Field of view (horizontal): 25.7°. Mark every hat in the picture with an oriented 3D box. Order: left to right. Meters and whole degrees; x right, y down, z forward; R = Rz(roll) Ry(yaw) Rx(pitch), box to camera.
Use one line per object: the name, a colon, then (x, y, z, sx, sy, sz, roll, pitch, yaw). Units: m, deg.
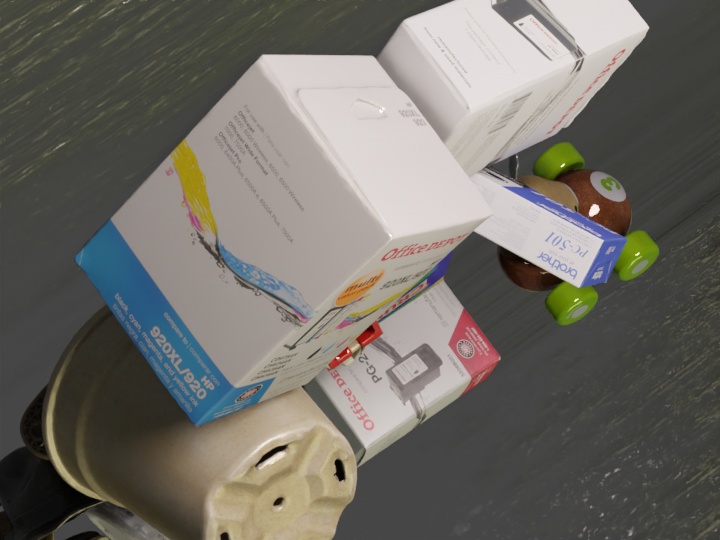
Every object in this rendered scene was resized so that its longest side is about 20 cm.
hat: (-0.266, 0.181, 1.377, 0.200, 0.081, 0.201, -25, -179, 0)

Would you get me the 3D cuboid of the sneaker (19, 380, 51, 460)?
sneaker: (-0.182, 0.091, 1.287, 0.200, 0.070, 0.076, -34, 170, -8)

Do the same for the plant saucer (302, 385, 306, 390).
plant saucer: (-0.130, 0.189, 1.667, 0.200, 0.027, 0.200, -32, -154, 18)

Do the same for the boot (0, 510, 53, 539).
boot: (-0.371, 0.295, 1.544, 0.200, 0.072, 0.155, -32, 168, 3)

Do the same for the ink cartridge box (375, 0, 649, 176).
ink cartridge box: (0.092, -0.137, 1.152, 0.200, 0.084, 0.145, -27, 166, -37)

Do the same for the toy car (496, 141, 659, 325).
toy car: (0.203, -0.063, 1.645, 0.158, 0.164, 0.200, -37, 156, 2)

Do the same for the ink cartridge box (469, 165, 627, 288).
ink cartridge box: (0.106, -0.052, 1.246, 0.044, 0.200, 0.094, -64, 162, 11)

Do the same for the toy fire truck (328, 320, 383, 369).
toy fire truck: (-0.037, 0.015, 1.234, 0.049, 0.141, 0.200, -36, 168, -3)

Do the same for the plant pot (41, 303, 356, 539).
plant pot: (-0.106, 0.131, 1.179, 0.200, 0.183, 0.201, -22, 128, -31)

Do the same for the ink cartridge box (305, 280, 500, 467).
ink cartridge box: (0.035, 0.108, 1.812, 0.200, 0.145, 0.083, -33, 169, -20)

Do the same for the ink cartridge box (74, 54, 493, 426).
ink cartridge box: (-0.048, -0.024, 1.031, 0.200, 0.145, 0.147, -44, 166, 28)

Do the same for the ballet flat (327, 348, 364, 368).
ballet flat: (-0.034, 0.067, 1.628, 0.068, 0.072, 0.200, -37, 168, 8)

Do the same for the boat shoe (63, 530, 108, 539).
boat shoe: (-0.278, 0.265, 1.337, 0.200, 0.063, 0.071, -32, 138, -68)

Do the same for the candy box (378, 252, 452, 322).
candy box: (0.000, 0.000, 1.450, 0.169, 0.077, 0.200, -35, 170, -12)

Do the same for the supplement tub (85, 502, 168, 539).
supplement tub: (-0.163, 0.190, 1.535, 0.200, 0.122, 0.123, -53, 174, -20)
